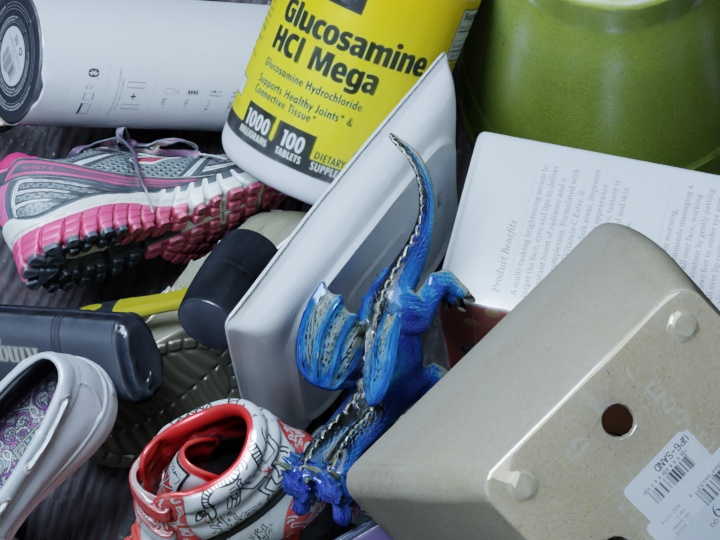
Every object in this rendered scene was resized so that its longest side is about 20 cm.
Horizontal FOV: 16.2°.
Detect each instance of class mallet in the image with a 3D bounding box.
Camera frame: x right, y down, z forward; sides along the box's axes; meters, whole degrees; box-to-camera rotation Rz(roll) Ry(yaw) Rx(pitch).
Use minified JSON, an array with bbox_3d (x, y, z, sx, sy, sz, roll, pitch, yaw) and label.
[{"bbox_3d":[-0.135,0.029,1.433,0.200,0.041,0.066,-16,32,32],"label":"mallet"}]

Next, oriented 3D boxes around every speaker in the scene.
[{"bbox_3d":[-0.116,-0.122,1.503,0.200,0.081,0.081,0,58,-31],"label":"speaker"}]

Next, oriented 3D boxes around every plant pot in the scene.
[{"bbox_3d":[0.151,-0.160,1.483,0.200,0.193,0.201,-2,63,5],"label":"plant pot"},{"bbox_3d":[0.135,0.103,1.217,0.200,0.177,0.200,-44,90,-7],"label":"plant pot"}]

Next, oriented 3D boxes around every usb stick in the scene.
[{"bbox_3d":[-0.190,0.045,1.448,0.200,0.056,0.033,3,28,42],"label":"usb stick"}]

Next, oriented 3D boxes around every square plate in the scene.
[{"bbox_3d":[0.000,0.000,1.415,0.028,0.200,0.198,33,71,16],"label":"square plate"}]

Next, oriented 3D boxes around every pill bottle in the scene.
[{"bbox_3d":[0.004,-0.141,1.442,0.112,0.112,0.200,27,107,18],"label":"pill bottle"}]

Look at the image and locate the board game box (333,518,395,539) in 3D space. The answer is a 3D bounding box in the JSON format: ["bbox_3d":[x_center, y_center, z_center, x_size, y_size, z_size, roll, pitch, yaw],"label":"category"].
[{"bbox_3d":[0.023,0.235,1.323,0.165,0.057,0.200,-30,89,1],"label":"board game box"}]

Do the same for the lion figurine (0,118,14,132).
[{"bbox_3d":[-0.195,-0.145,1.575,0.199,0.072,0.123,-9,77,-7],"label":"lion figurine"}]

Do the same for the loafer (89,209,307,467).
[{"bbox_3d":[-0.090,0.038,1.481,0.200,0.076,0.068,-38,28,-3],"label":"loafer"}]

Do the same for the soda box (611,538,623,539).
[{"bbox_3d":[0.067,0.193,1.389,0.199,0.064,0.068,-6,63,2],"label":"soda box"}]

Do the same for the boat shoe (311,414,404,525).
[{"bbox_3d":[0.068,0.121,1.424,0.199,0.064,0.071,5,64,8],"label":"boat shoe"}]

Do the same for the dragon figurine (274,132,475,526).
[{"bbox_3d":[0.007,0.036,1.317,0.059,0.201,0.099,20,23,30],"label":"dragon figurine"}]

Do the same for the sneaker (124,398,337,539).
[{"bbox_3d":[-0.110,0.146,1.378,0.201,0.108,0.067,-36,49,10],"label":"sneaker"}]

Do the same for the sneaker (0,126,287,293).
[{"bbox_3d":[-0.121,-0.049,1.482,0.200,0.081,0.075,-11,63,-38],"label":"sneaker"}]

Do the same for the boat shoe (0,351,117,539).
[{"bbox_3d":[-0.213,0.124,1.359,0.200,0.069,0.072,-43,62,5],"label":"boat shoe"}]

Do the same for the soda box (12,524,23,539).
[{"bbox_3d":[-0.230,0.211,1.411,0.071,0.063,0.200,-2,64,5],"label":"soda box"}]

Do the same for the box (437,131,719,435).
[{"bbox_3d":[0.154,0.018,1.416,0.199,0.152,0.107,11,67,12],"label":"box"}]
